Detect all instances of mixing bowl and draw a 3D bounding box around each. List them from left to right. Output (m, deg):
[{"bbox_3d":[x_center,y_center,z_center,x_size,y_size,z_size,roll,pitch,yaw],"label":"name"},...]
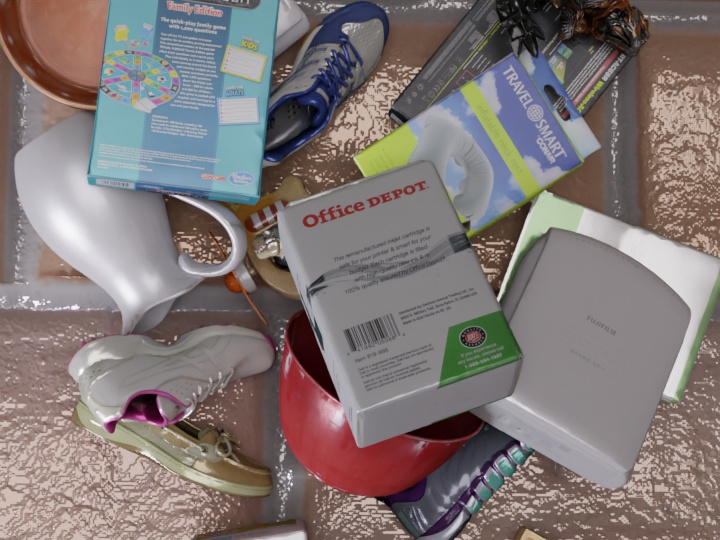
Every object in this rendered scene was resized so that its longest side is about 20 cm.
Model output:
[{"bbox_3d":[0.002,0.132,1.384,0.199,0.200,0.109,27,113,-1],"label":"mixing bowl"}]

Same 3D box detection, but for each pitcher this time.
[{"bbox_3d":[-0.210,-0.055,1.393,0.171,0.121,0.201,-33,93,22],"label":"pitcher"}]

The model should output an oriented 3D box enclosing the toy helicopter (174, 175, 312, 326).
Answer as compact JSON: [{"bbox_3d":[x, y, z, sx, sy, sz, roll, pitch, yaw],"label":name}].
[{"bbox_3d":[-0.105,-0.039,1.437,0.199,0.079,0.133,32,84,12],"label":"toy helicopter"}]

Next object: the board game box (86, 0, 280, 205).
[{"bbox_3d":[-0.153,-0.168,1.340,0.150,0.047,0.202,7,82,-9],"label":"board game box"}]

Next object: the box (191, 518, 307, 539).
[{"bbox_3d":[-0.091,0.338,1.396,0.112,0.101,0.202,-7,87,-4],"label":"box"}]

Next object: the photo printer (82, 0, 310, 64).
[{"bbox_3d":[-0.173,-0.232,1.439,0.200,0.069,0.167,-39,89,-4],"label":"photo printer"}]

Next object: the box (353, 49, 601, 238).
[{"bbox_3d":[0.108,-0.107,1.394,0.199,0.048,0.122,-33,91,4],"label":"box"}]

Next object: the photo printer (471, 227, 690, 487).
[{"bbox_3d":[0.199,0.069,1.363,0.166,0.069,0.201,30,64,-3],"label":"photo printer"}]

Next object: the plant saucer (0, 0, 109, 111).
[{"bbox_3d":[-0.233,-0.244,1.387,0.199,0.032,0.202,0,86,-3],"label":"plant saucer"}]

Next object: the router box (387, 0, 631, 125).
[{"bbox_3d":[0.144,-0.179,1.455,0.150,0.062,0.200,40,86,1],"label":"router box"}]

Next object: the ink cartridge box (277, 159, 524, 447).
[{"bbox_3d":[0.030,0.025,1.275,0.146,0.083,0.201,-18,64,-9],"label":"ink cartridge box"}]

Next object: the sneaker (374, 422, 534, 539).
[{"bbox_3d":[0.105,0.169,1.432,0.087,0.074,0.200,43,85,7],"label":"sneaker"}]

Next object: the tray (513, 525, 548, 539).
[{"bbox_3d":[0.150,0.355,1.440,0.098,0.037,0.201,29,87,-1],"label":"tray"}]

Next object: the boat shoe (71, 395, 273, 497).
[{"bbox_3d":[-0.168,0.151,1.419,0.200,0.073,0.063,24,91,6],"label":"boat shoe"}]

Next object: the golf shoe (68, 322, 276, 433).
[{"bbox_3d":[-0.163,0.102,1.390,0.199,0.076,0.092,-6,54,-28],"label":"golf shoe"}]

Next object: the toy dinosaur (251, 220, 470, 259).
[{"bbox_3d":[0.000,0.000,1.364,0.198,0.047,0.089,-1,89,1],"label":"toy dinosaur"}]

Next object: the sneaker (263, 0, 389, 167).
[{"bbox_3d":[-0.036,-0.167,1.422,0.200,0.088,0.075,-48,116,-6],"label":"sneaker"}]

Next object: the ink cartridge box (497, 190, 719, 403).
[{"bbox_3d":[0.235,0.025,1.457,0.199,0.048,0.146,21,86,0],"label":"ink cartridge box"}]

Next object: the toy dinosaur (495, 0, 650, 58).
[{"bbox_3d":[0.176,-0.262,1.387,0.199,0.136,0.103,26,126,7],"label":"toy dinosaur"}]
